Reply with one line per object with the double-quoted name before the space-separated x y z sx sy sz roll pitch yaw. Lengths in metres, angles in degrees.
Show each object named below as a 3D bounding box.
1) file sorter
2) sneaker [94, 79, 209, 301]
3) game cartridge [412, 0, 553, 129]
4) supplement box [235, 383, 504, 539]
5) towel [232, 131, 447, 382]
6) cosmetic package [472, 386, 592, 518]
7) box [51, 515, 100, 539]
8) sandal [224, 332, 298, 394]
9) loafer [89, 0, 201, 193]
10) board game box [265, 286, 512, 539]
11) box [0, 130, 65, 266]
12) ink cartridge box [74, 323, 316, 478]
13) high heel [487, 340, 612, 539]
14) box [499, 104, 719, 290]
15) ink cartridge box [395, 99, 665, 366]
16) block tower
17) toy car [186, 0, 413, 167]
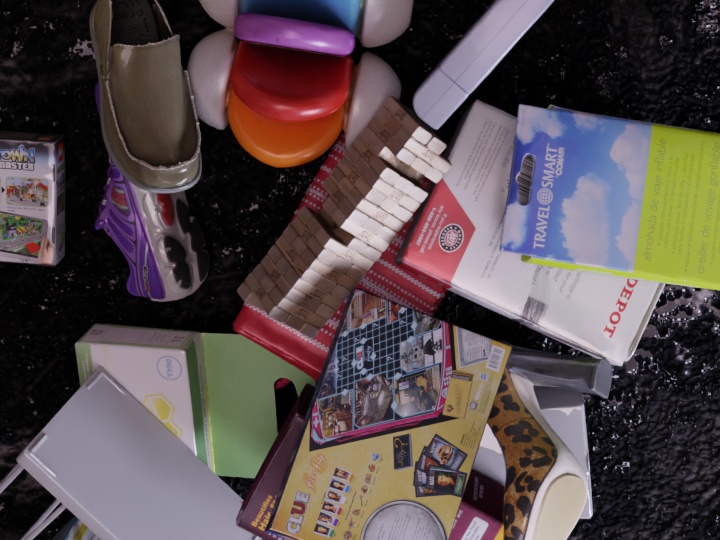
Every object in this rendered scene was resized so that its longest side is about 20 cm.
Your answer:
"file sorter" -0.207 0.214 1.460 0.200 0.139 0.125 44 121 -5
"sneaker" -0.194 -0.069 1.466 0.083 0.081 0.201 -8 99 28
"game cartridge" 0.116 -0.199 1.370 0.042 0.133 0.200 42 104 1
"supplement box" 0.014 0.193 1.426 0.200 0.086 0.111 28 105 -2
"towel" 0.000 0.000 1.461 0.144 0.022 0.200 30 84 -3
"cosmetic package" 0.097 0.156 1.497 0.199 0.090 0.107 -3 105 3
"box" -0.194 0.302 1.563 0.200 0.082 0.049 43 107 -7
"sandal" -0.086 0.075 1.509 0.200 0.045 0.075 -26 100 11
"loafer" -0.175 -0.153 1.388 0.075 0.070 0.200 -14 65 -17
"board game box" 0.023 0.130 1.358 0.135 0.035 0.200 21 76 -4
"box" -0.354 -0.067 1.498 0.199 0.035 0.110 5 106 4
"ink cartridge box" -0.138 0.124 1.501 0.199 0.048 0.146 4 114 16
"high heel" 0.111 0.153 1.396 0.142 0.071 0.200 6 65 37
"box" 0.210 -0.055 1.360 0.199 0.048 0.122 8 85 -4
"ink cartridge box" 0.148 -0.029 1.422 0.200 0.083 0.147 26 87 -3
"block tower" -0.010 -0.037 1.388 0.054 0.058 0.200 30 105 -40
"toy car" -0.052 -0.178 1.381 0.175 0.150 0.201 9 106 3
